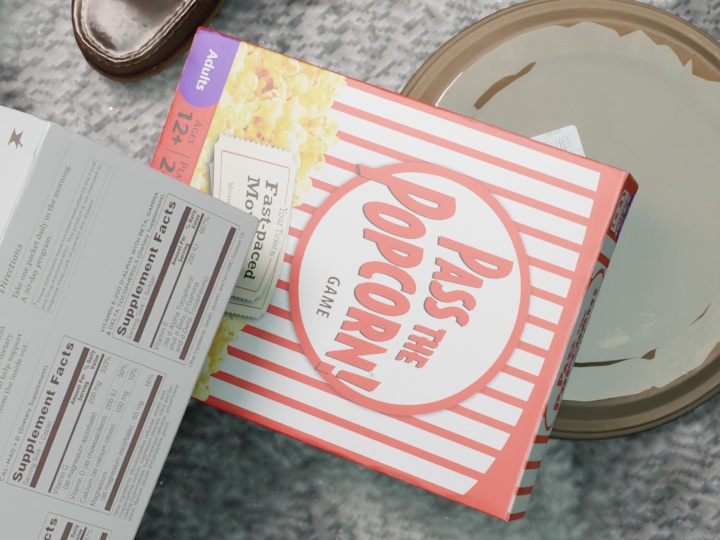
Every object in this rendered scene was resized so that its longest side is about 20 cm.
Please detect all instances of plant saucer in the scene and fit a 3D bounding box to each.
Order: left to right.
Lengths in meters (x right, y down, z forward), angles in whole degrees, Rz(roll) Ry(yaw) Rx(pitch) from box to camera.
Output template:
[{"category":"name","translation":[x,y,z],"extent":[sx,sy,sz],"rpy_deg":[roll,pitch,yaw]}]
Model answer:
[{"category":"plant saucer","translation":[0.100,-0.025,0.875],"extent":[0.198,0.029,0.203],"rpy_deg":[0,88,0]}]

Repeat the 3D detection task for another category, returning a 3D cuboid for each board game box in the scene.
[{"category":"board game box","translation":[0.000,0.000,0.838],"extent":[0.198,0.046,0.153],"rpy_deg":[19,90,14]}]

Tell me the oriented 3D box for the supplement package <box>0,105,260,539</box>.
[{"category":"supplement package","translation":[-0.158,0.039,0.789],"extent":[0.110,0.155,0.202],"rpy_deg":[25,86,-41]}]

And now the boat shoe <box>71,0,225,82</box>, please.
[{"category":"boat shoe","translation":[-0.069,-0.178,0.859],"extent":[0.070,0.070,0.201],"rpy_deg":[28,88,-1]}]
